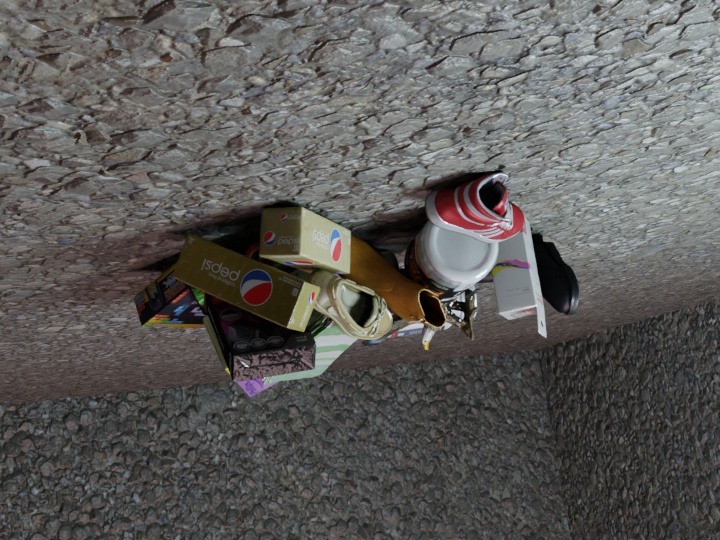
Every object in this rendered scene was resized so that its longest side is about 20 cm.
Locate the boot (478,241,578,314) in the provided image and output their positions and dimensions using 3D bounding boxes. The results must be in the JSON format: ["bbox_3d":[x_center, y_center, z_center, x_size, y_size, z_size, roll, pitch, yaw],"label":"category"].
[{"bbox_3d":[0.280,0.013,1.678,0.165,0.077,0.201,-2,-148,-8],"label":"boot"}]

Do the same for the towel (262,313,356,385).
[{"bbox_3d":[-0.057,0.122,1.557,0.151,0.024,0.200,-2,145,-49],"label":"towel"}]

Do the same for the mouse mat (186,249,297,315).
[{"bbox_3d":[-0.170,0.005,1.499,0.197,0.008,0.161,-23,157,-6],"label":"mouse mat"}]

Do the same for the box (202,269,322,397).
[{"bbox_3d":[-0.135,0.102,1.579,0.198,0.098,0.176,-27,158,-4],"label":"box"}]

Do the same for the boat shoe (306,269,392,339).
[{"bbox_3d":[-0.004,0.056,1.438,0.062,0.074,0.200,7,159,38],"label":"boat shoe"}]

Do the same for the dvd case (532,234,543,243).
[{"bbox_3d":[0.281,-0.031,1.859,0.140,0.018,0.200,-10,168,6],"label":"dvd case"}]

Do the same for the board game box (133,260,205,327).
[{"bbox_3d":[-0.244,0.034,1.574,0.165,0.057,0.199,-34,157,33],"label":"board game box"}]

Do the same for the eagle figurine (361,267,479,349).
[{"bbox_3d":[0.106,0.072,1.683,0.196,0.154,0.152,9,172,3],"label":"eagle figurine"}]

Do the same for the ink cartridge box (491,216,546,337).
[{"bbox_3d":[0.256,0.012,1.572,0.066,0.204,0.116,-12,169,16],"label":"ink cartridge box"}]

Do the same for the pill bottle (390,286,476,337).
[{"bbox_3d":[0.134,0.068,1.975,0.196,0.122,0.120,-7,169,-9],"label":"pill bottle"}]

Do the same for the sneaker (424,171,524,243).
[{"bbox_3d":[0.197,-0.088,1.361,0.198,0.073,0.112,5,166,-43],"label":"sneaker"}]

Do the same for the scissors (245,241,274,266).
[{"bbox_3d":[-0.157,0.007,1.495,0.072,0.014,0.201,-19,157,-25],"label":"scissors"}]

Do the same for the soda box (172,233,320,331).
[{"bbox_3d":[-0.162,0.017,1.347,0.198,0.069,0.064,22,179,21],"label":"soda box"}]

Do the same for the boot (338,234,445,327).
[{"bbox_3d":[0.045,0.013,1.492,0.201,0.071,0.143,43,165,-36],"label":"boot"}]

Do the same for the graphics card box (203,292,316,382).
[{"bbox_3d":[-0.151,0.078,1.398,0.123,0.052,0.201,-6,-146,-19],"label":"graphics card box"}]

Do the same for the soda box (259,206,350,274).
[{"bbox_3d":[-0.076,-0.040,1.376,0.063,0.069,0.200,-1,172,19],"label":"soda box"}]

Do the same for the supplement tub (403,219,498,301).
[{"bbox_3d":[0.138,-0.021,1.519,0.120,0.125,0.200,-7,169,-9],"label":"supplement tub"}]

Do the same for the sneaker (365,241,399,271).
[{"bbox_3d":[0.000,0.000,1.645,0.083,0.074,0.200,-15,169,19],"label":"sneaker"}]
